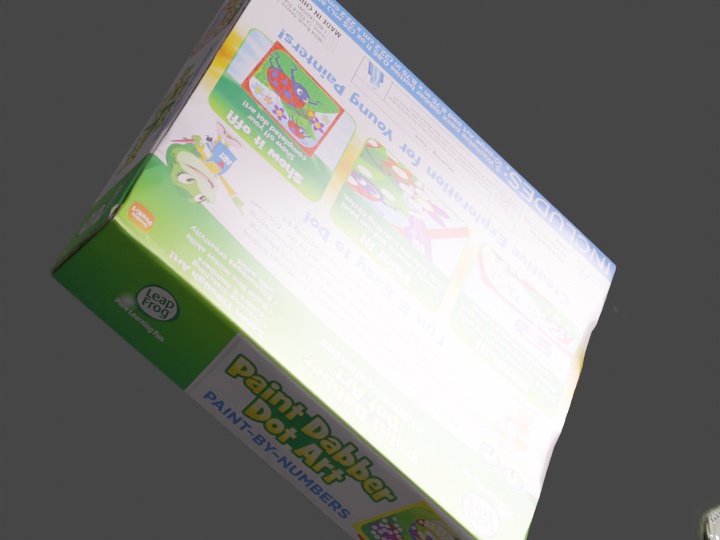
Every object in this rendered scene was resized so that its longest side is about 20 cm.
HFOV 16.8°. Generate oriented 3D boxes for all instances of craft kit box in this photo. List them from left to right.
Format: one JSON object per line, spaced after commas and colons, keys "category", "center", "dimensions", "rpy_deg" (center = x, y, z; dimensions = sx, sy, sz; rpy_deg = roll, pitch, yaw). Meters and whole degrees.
{"category": "craft kit box", "center": [0.000, 0.000, 0.938], "dimensions": [0.200, 0.049, 0.198], "rpy_deg": [43, 35, -13]}
